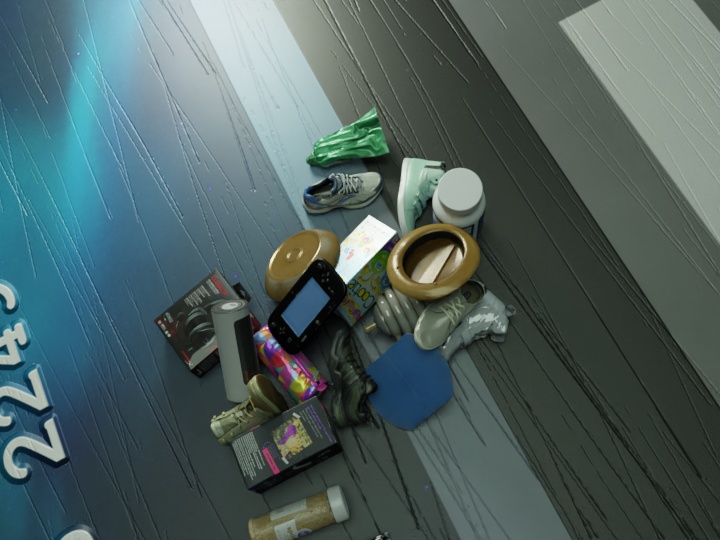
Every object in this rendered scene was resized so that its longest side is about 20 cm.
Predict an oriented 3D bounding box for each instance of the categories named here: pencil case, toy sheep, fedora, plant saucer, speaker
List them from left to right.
[{"bbox_3d":[-0.257,0.168,1.532,0.079,0.081,0.205,-5,108,4],"label":"speaker"},{"bbox_3d":[-0.149,0.200,1.562,0.088,0.089,0.200,-44,73,-10],"label":"pencil case"},{"bbox_3d":[-0.137,-0.023,1.604,0.197,0.036,0.203,-24,39,20],"label":"plant saucer"},{"bbox_3d":[0.096,0.086,1.555,0.197,0.138,0.140,-28,70,-3],"label":"toy sheep"},{"bbox_3d":[0.150,-0.003,1.481,0.196,0.083,0.204,-8,48,8],"label":"fedora"}]

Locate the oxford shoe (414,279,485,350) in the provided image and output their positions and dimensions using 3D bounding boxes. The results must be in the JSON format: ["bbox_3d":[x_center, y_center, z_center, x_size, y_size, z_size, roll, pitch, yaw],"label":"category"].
[{"bbox_3d":[0.182,0.083,1.487,0.199,0.058,0.076,-40,88,-25],"label":"oxford shoe"}]

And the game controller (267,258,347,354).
[{"bbox_3d":[-0.109,0.075,1.506,0.201,0.042,0.105,-50,59,17],"label":"game controller"}]

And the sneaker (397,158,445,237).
[{"bbox_3d":[0.147,-0.164,1.660,0.115,0.074,0.205,1,68,13],"label":"sneaker"}]

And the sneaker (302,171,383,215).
[{"bbox_3d":[-0.041,-0.184,1.683,0.196,0.085,0.078,-18,70,-2],"label":"sneaker"}]

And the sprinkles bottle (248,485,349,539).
[{"bbox_3d":[-0.122,0.495,1.465,0.196,0.068,0.069,-21,70,-1],"label":"sprinkles bottle"}]

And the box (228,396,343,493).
[{"bbox_3d":[-0.147,0.355,1.487,0.197,0.123,0.108,-26,69,-4],"label":"box"}]

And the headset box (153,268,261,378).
[{"bbox_3d":[-0.327,0.109,1.615,0.199,0.077,0.149,-39,72,-7],"label":"headset box"}]

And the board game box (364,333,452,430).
[{"bbox_3d":[0.105,0.229,1.527,0.200,0.039,0.159,-44,79,24],"label":"board game box"}]

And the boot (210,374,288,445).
[{"bbox_3d":[-0.233,0.287,1.479,0.152,0.201,0.073,-25,64,-2],"label":"boot"}]

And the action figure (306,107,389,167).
[{"bbox_3d":[-0.039,-0.294,1.738,0.196,0.055,0.120,-19,71,6],"label":"action figure"}]

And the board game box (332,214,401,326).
[{"bbox_3d":[0.000,0.000,1.589,0.200,0.104,0.104,-45,44,-10],"label":"board game box"}]

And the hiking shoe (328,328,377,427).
[{"bbox_3d":[-0.011,0.222,1.529,0.098,0.076,0.205,-3,90,15],"label":"hiking shoe"}]

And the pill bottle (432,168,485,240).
[{"bbox_3d":[0.211,-0.131,1.578,0.113,0.201,0.118,-2,70,4],"label":"pill bottle"}]

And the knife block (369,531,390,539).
[{"bbox_3d":[-0.034,0.574,1.431,0.196,0.064,0.179,19,73,12],"label":"knife block"}]

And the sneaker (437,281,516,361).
[{"bbox_3d":[0.243,0.130,1.550,0.114,0.075,0.202,29,73,17],"label":"sneaker"}]
